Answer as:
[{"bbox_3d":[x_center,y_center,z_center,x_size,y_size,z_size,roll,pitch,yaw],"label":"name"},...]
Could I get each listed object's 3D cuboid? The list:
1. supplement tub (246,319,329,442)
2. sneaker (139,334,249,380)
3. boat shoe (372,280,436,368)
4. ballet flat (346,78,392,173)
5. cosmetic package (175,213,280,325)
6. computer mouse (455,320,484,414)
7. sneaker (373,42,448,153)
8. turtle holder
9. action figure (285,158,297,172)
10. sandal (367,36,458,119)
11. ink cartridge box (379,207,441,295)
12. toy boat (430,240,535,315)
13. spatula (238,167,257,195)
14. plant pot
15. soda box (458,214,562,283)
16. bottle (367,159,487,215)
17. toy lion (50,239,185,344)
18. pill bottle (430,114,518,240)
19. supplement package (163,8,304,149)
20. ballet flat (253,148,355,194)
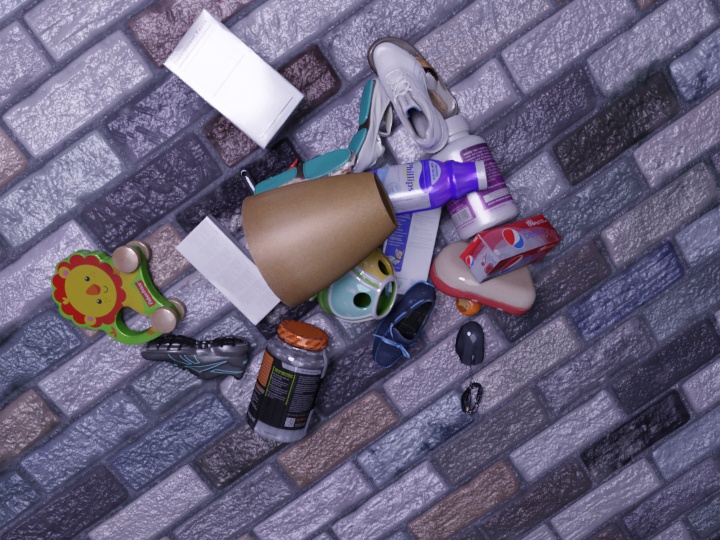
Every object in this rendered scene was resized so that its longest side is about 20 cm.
[{"bbox_3d":[-0.131,0.203,1.041,0.121,0.123,0.202,17,100,-10],"label":"supplement tub"},{"bbox_3d":[-0.307,0.167,1.037,0.197,0.075,0.080,3,104,-7],"label":"sneaker"},{"bbox_3d":[0.076,0.110,1.053,0.083,0.069,0.202,16,117,-13],"label":"boat shoe"},{"bbox_3d":[0.020,-0.236,0.970,0.069,0.069,0.202,17,76,-10],"label":"ballet flat"},{"bbox_3d":[-0.233,-0.002,1.021,0.082,0.051,0.200,-41,104,5],"label":"cosmetic package"},{"bbox_3d":[0.225,0.201,1.127,0.058,0.034,0.203,-5,103,-6],"label":"computer mouse"},{"bbox_3d":[0.081,-0.291,0.919,0.074,0.087,0.201,-32,86,21],"label":"sneaker"},{"bbox_3d":[0.004,0.005,0.987,0.131,0.141,0.187,27,92,30],"label":"turtle holder"},{"bbox_3d":[-0.031,-0.144,1.005,0.200,0.065,0.099,40,104,-13],"label":"action figure"},{"bbox_3d":[0.100,-0.334,0.985,0.082,0.055,0.200,-45,103,4],"label":"sandal"},{"bbox_3d":[0.090,-0.055,1.054,0.098,0.039,0.203,10,102,-9],"label":"ink cartridge box"},{"bbox_3d":[0.222,0.034,1.060,0.198,0.131,0.131,18,129,-11],"label":"toy boat"},{"bbox_3d":[-0.166,-0.099,1.023,0.056,0.021,0.201,-28,103,2],"label":"spatula"},{"bbox_3d":[-0.050,-0.069,0.861,0.198,0.187,0.188,-24,104,12],"label":"plant pot"},{"bbox_3d":[0.274,-0.042,1.006,0.199,0.070,0.064,-17,62,-39],"label":"soda box"},{"bbox_3d":[0.106,-0.140,0.918,0.197,0.065,0.084,-8,60,12],"label":"bottle"},{"bbox_3d":[-0.447,0.048,1.006,0.190,0.069,0.202,-26,104,7],"label":"toy lion"},{"bbox_3d":[0.188,-0.166,0.988,0.111,0.112,0.202,-24,85,-1],"label":"pill bottle"},{"bbox_3d":[-0.203,-0.311,0.926,0.199,0.110,0.114,39,96,-13],"label":"supplement package"},{"bbox_3d":[-0.088,-0.147,0.945,0.198,0.076,0.064,-16,137,21],"label":"ballet flat"}]
